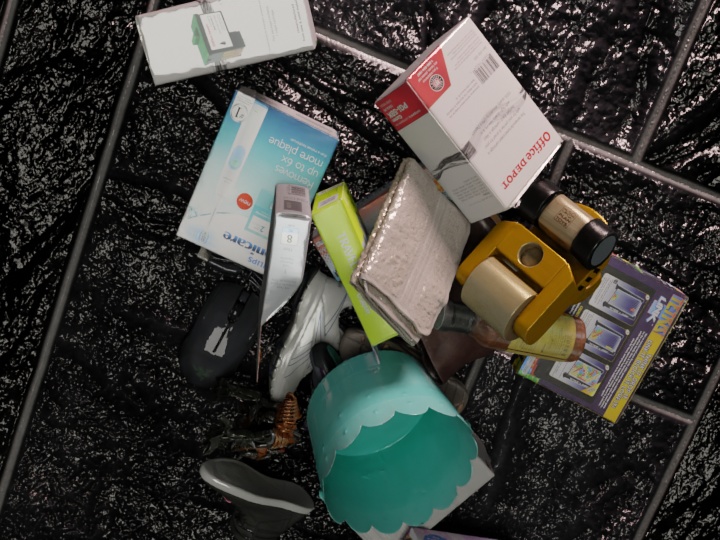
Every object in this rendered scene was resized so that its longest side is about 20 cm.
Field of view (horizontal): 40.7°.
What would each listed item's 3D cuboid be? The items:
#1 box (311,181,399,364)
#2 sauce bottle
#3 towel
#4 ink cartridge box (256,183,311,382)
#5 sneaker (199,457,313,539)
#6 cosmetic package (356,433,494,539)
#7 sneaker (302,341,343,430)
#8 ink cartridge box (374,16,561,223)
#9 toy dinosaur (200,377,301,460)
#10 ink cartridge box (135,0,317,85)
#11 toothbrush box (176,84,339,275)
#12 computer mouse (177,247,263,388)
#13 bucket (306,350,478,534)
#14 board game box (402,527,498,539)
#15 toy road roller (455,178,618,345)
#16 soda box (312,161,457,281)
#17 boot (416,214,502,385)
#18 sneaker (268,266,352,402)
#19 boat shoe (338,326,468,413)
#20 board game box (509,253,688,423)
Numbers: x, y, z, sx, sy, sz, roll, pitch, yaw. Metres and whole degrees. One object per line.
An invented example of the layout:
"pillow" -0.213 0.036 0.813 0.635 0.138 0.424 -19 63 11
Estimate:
"box" 0.000 0.000 1.197 0.047 0.122 0.203 -23 104 6
"sauce bottle" 0.190 0.072 1.238 0.196 0.066 0.067 13 103 -18
"towel" 0.065 -0.024 1.168 0.034 0.202 0.132 -11 136 43
"ink cartridge box" -0.093 0.012 1.159 0.046 0.160 0.204 6 106 -7
"sneaker" -0.161 0.327 1.332 0.099 0.071 0.199 -49 132 11
"cosmetic package" 0.082 0.295 1.344 0.200 0.107 0.090 -44 102 7
"sneaker" -0.049 0.185 1.309 0.086 0.075 0.202 -14 125 11
"ink cartridge box" 0.136 -0.184 1.208 0.201 0.083 0.147 50 59 -12
"toy dinosaur" -0.132 0.198 1.289 0.134 0.103 0.201 19 126 -20
"ink cartridge box" -0.157 -0.290 1.176 0.196 0.146 0.086 -13 105 2
"toothbrush box" -0.132 -0.113 1.250 0.144 0.085 0.203 25 103 -8
"computer mouse" -0.187 0.074 1.310 0.137 0.053 0.203 25 102 -8
"bucket" 0.032 0.212 1.214 0.203 0.135 0.210 -10 125 -14
"board game box" 0.104 0.455 1.359 0.197 0.041 0.202 18 113 -33
"toy road roller" 0.228 0.004 1.206 0.200 0.146 0.123 -45 58 -4
"soda box" 0.035 -0.071 1.276 0.198 0.064 0.069 -31 103 7
"boot" 0.133 0.029 1.268 0.165 0.072 0.203 -31 113 -25
"sneaker" -0.069 0.101 1.312 0.086 0.075 0.203 21 103 -12
"boat shoe" 0.055 0.135 1.322 0.198 0.073 0.075 32 104 -14
"board game box" 0.323 0.081 1.324 0.163 0.057 0.202 26 101 -10
